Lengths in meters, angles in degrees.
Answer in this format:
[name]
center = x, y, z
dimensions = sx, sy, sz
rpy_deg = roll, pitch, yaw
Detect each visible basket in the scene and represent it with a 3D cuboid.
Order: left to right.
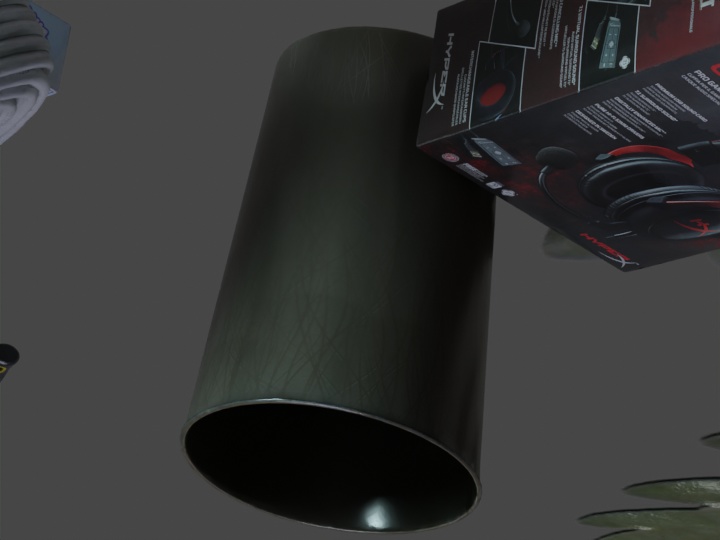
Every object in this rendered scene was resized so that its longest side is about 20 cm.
[basket]
center = 0.000, 0.000, 0.955
dimensions = 0.135, 0.201, 0.180
rpy_deg = 4, 157, 9

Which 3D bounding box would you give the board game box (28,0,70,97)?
[board game box]
center = -0.278, -0.121, 0.983
dimensions = 0.199, 0.041, 0.199
rpy_deg = -14, 147, 41

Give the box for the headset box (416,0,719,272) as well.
[headset box]
center = 0.147, -0.077, 0.880
dimensions = 0.148, 0.075, 0.200
rpy_deg = 28, 150, -36

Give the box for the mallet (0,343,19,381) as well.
[mallet]
center = -0.293, 0.092, 1.494
dimensions = 0.066, 0.041, 0.200
rpy_deg = 16, 151, -10

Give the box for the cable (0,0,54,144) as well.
[cable]
center = -0.224, -0.061, 0.848
dimensions = 0.200, 0.069, 0.200
rpy_deg = -27, -179, 45
